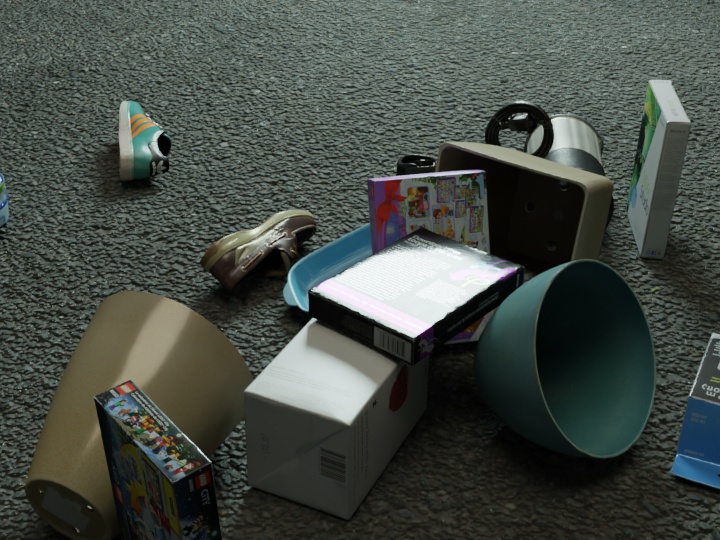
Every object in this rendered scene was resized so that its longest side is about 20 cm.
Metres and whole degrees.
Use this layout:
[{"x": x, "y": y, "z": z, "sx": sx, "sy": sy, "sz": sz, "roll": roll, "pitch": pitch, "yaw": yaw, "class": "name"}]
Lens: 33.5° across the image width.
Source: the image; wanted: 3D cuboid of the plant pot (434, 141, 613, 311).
[{"x": 0.210, "y": -0.053, "z": 1.498, "sx": 0.199, "sy": 0.202, "sz": 0.177, "roll": 20, "pitch": 23, "yaw": 28, "class": "plant pot"}]

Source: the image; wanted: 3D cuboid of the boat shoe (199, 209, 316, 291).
[{"x": -0.118, "y": -0.021, "z": 1.554, "sx": 0.072, "sy": 0.072, "sz": 0.199, "roll": 49, "pitch": 36, "yaw": 14, "class": "boat shoe"}]

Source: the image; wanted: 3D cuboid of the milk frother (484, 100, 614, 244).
[{"x": 0.260, "y": -0.167, "z": 1.665, "sx": 0.179, "sy": 0.202, "sz": 0.189, "roll": 2, "pitch": 30, "yaw": 4, "class": "milk frother"}]

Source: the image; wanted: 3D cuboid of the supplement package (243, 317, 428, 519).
[{"x": -0.019, "y": 0.133, "z": 1.230, "sx": 0.119, "sy": 0.122, "sz": 0.200, "roll": 14, "pitch": 34, "yaw": 21, "class": "supplement package"}]

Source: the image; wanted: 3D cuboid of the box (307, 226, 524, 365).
[{"x": 0.061, "y": 0.022, "z": 1.269, "sx": 0.142, "sy": 0.036, "sz": 0.199, "roll": 23, "pitch": 37, "yaw": 34, "class": "box"}]

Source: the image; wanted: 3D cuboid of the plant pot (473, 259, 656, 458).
[{"x": 0.198, "y": 0.097, "z": 1.261, "sx": 0.134, "sy": 0.202, "sz": 0.199, "roll": -12, "pitch": 14, "yaw": 47, "class": "plant pot"}]

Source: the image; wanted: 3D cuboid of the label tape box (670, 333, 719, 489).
[{"x": 0.419, "y": 0.155, "z": 1.263, "sx": 0.142, "sy": 0.067, "sz": 0.200, "roll": 14, "pitch": 32, "yaw": 21, "class": "label tape box"}]

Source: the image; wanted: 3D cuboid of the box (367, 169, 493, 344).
[{"x": 0.083, "y": -0.013, "z": 1.405, "sx": 0.135, "sy": 0.202, "sz": 0.039, "roll": -5, "pitch": 8, "yaw": -11, "class": "box"}]

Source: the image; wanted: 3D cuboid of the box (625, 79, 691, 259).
[{"x": 0.400, "y": -0.138, "z": 1.619, "sx": 0.036, "sy": 0.202, "sz": 0.145, "roll": 5, "pitch": 30, "yaw": 0, "class": "box"}]

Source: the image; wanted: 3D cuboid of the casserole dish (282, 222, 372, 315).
[{"x": 0.000, "y": 0.000, "z": 1.481, "sx": 0.199, "sy": 0.039, "sz": 0.121, "roll": -27, "pitch": 35, "yaw": -1, "class": "casserole dish"}]

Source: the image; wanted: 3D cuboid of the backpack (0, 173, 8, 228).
[{"x": -0.565, "y": -0.112, "z": 1.626, "sx": 0.162, "sy": 0.155, "sz": 0.200, "roll": -17, "pitch": 47, "yaw": -39, "class": "backpack"}]

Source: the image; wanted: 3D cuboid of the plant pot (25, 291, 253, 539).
[{"x": -0.229, "y": 0.157, "z": 1.158, "sx": 0.186, "sy": 0.188, "sz": 0.201, "roll": 13, "pitch": 47, "yaw": 20, "class": "plant pot"}]

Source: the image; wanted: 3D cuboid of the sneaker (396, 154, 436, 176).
[{"x": 0.090, "y": -0.090, "z": 1.630, "sx": 0.070, "sy": 0.100, "sz": 0.200, "roll": -7, "pitch": 33, "yaw": -17, "class": "sneaker"}]

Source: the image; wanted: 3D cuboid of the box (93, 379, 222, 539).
[{"x": -0.165, "y": 0.210, "z": 1.019, "sx": 0.037, "sy": 0.202, "sz": 0.136, "roll": -23, "pitch": 39, "yaw": -29, "class": "box"}]

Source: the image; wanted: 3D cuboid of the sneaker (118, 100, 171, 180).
[{"x": -0.330, "y": -0.197, "z": 1.832, "sx": 0.079, "sy": 0.072, "sz": 0.201, "roll": -1, "pitch": 36, "yaw": -12, "class": "sneaker"}]
